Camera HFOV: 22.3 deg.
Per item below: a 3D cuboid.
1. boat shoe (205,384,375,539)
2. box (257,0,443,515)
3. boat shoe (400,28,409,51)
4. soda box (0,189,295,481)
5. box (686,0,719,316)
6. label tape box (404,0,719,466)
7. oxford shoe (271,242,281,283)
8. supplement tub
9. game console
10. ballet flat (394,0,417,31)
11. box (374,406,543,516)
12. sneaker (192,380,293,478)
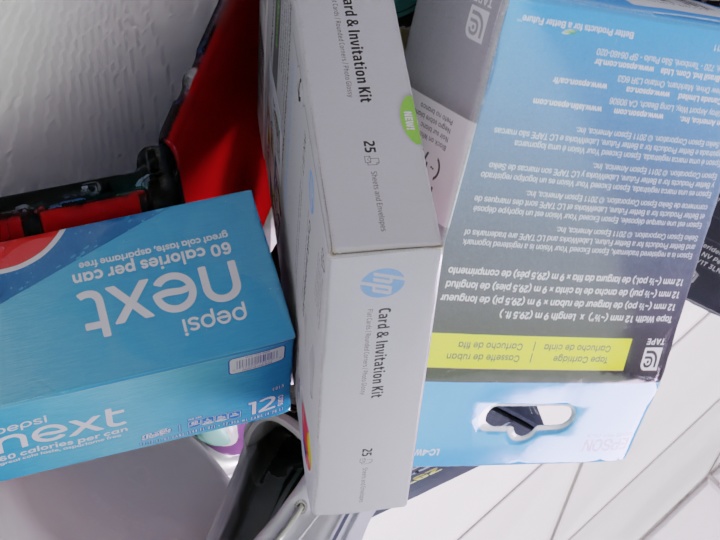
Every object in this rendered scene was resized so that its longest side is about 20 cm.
[{"bbox_3d":[-0.023,0.086,0.875,0.073,0.067,0.201,-18,-143,32],"label":"boat shoe"},{"bbox_3d":[-0.010,-0.038,0.672,0.041,0.202,0.157,-3,142,-7],"label":"box"},{"bbox_3d":[-0.007,-0.051,0.888,0.063,0.073,0.201,-24,153,-21],"label":"boat shoe"},{"bbox_3d":[-0.127,0.033,0.675,0.198,0.068,0.064,-12,152,-11],"label":"soda box"},{"bbox_3d":[0.202,-0.117,0.985,0.201,0.117,0.197,-59,-167,33],"label":"box"},{"bbox_3d":[0.075,-0.021,0.768,0.142,0.066,0.202,3,112,-34],"label":"label tape box"},{"bbox_3d":[0.000,0.000,0.825,0.200,0.071,0.072,-52,-158,29],"label":"oxford shoe"},{"bbox_3d":[-0.155,0.178,0.915,0.144,0.144,0.201,-18,147,-53],"label":"supplement tub"},{"bbox_3d":[-0.110,-0.028,0.789,0.170,0.120,0.200,-11,154,-5],"label":"game console"},{"bbox_3d":[0.034,-0.134,0.777,0.199,0.072,0.072,25,111,-39],"label":"ballet flat"},{"bbox_3d":[0.000,0.110,1.126,0.199,0.051,0.158,-27,159,14],"label":"box"},{"bbox_3d":[-0.050,0.085,1.012,0.139,0.078,0.201,-17,150,-27],"label":"sneaker"}]
